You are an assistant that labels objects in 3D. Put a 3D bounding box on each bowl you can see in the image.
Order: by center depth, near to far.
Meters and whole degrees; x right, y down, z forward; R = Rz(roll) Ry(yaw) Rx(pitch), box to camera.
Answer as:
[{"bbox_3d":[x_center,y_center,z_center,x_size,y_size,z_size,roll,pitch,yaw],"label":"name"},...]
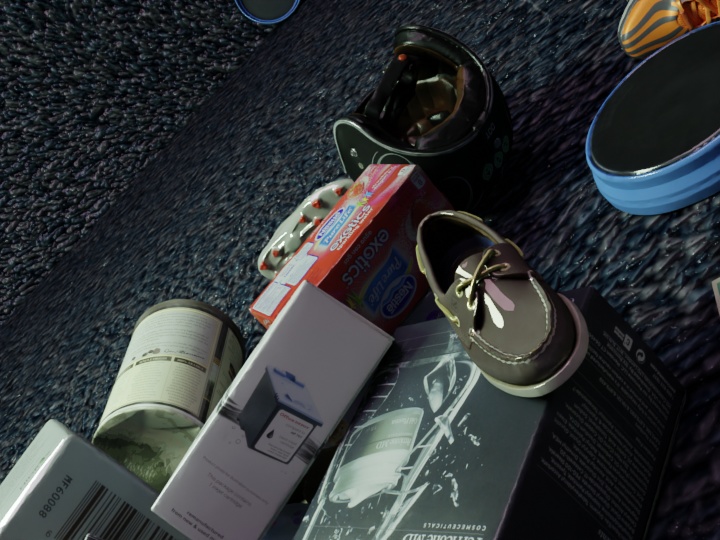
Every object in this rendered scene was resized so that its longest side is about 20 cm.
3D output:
[{"bbox_3d":[0.285,-0.139,0.840,0.200,0.039,0.202,-37,26,22],"label":"bowl"},{"bbox_3d":[-0.261,-0.793,2.709,0.201,0.200,0.039,-47,1,-1],"label":"bowl"}]

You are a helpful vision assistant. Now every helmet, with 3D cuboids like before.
[{"bbox_3d":[0.068,-0.149,1.052,0.201,0.199,0.191,-52,-17,-13],"label":"helmet"}]

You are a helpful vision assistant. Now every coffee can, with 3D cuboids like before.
[{"bbox_3d":[-0.220,0.151,1.130,0.146,0.146,0.201,-36,24,23],"label":"coffee can"}]

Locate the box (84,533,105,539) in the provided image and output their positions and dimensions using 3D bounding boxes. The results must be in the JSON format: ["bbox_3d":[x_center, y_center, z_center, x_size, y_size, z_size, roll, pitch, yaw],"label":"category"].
[{"bbox_3d":[-0.173,0.291,0.735,0.200,0.131,0.116,116,178,-65],"label":"box"}]

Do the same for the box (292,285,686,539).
[{"bbox_3d":[0.085,0.137,0.647,0.199,0.124,0.198,-17,38,50],"label":"box"}]

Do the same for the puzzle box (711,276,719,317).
[{"bbox_3d":[0.286,0.043,0.565,0.132,0.025,0.201,-34,26,30],"label":"puzzle box"}]

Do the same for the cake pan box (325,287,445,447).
[{"bbox_3d":[-0.005,0.076,0.999,0.200,0.052,0.184,-48,24,-2],"label":"cake pan box"}]

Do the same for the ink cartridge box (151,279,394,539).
[{"bbox_3d":[-0.067,0.113,0.757,0.202,0.085,0.146,-58,2,-4],"label":"ink cartridge box"}]

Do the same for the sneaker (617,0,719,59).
[{"bbox_3d":[0.337,-0.263,0.909,0.199,0.078,0.113,-37,23,22],"label":"sneaker"}]

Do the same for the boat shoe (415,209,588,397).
[{"bbox_3d":[0.082,0.013,0.618,0.072,0.060,0.200,-41,22,6],"label":"boat shoe"}]

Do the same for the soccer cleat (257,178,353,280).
[{"bbox_3d":[-0.070,-0.065,1.329,0.200,0.069,0.078,-41,20,22],"label":"soccer cleat"}]

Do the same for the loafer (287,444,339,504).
[{"bbox_3d":[-0.016,0.182,0.818,0.199,0.067,0.076,-40,23,16],"label":"loafer"}]

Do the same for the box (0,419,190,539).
[{"bbox_3d":[-0.271,0.284,0.920,0.201,0.199,0.171,-54,17,-16],"label":"box"}]

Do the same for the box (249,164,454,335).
[{"bbox_3d":[0.000,0.000,0.929,0.201,0.096,0.099,-51,25,-13],"label":"box"}]

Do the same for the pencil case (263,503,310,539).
[{"bbox_3d":[-0.053,0.273,0.717,0.091,0.082,0.201,-48,18,34],"label":"pencil case"}]
